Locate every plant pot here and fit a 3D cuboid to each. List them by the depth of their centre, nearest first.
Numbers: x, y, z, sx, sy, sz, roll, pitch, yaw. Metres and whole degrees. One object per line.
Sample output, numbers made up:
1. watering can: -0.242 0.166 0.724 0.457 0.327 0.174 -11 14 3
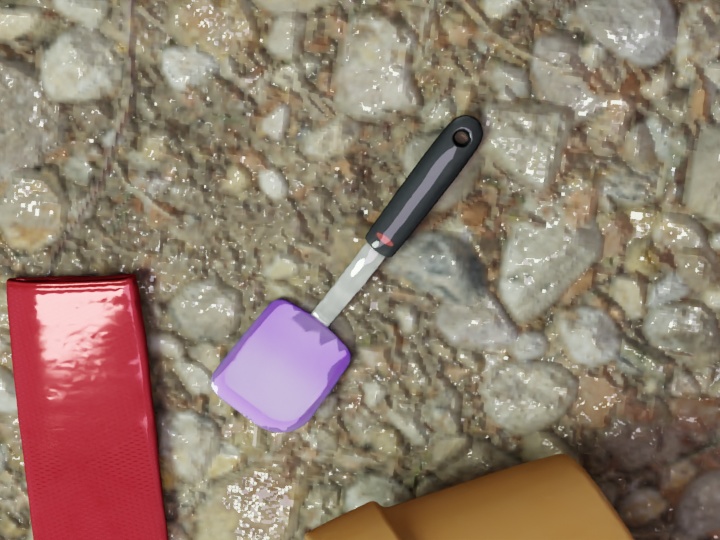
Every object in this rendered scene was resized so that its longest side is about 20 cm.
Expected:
1. plant pot: 0.080 0.186 1.055 0.140 0.200 0.201 -30 101 -5

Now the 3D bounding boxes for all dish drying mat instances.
1. dish drying mat: -0.146 0.100 1.133 0.076 0.018 0.201 -3 106 7

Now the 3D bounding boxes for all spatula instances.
1. spatula: 0.000 0.000 1.089 0.056 0.021 0.200 38 105 -3
